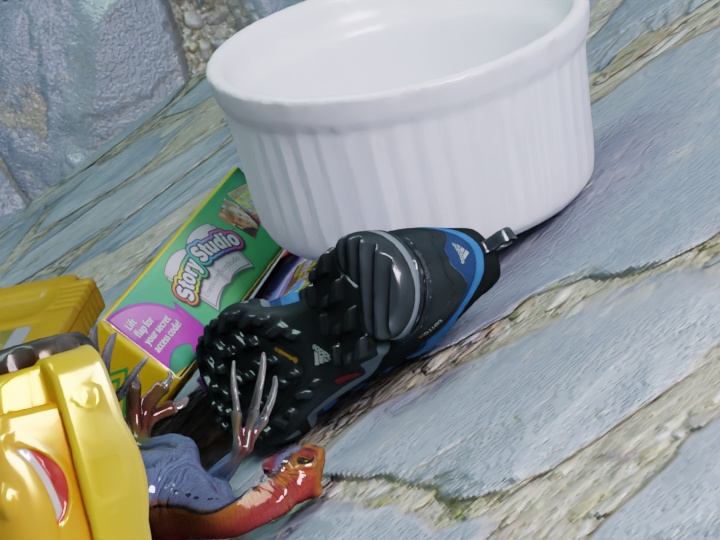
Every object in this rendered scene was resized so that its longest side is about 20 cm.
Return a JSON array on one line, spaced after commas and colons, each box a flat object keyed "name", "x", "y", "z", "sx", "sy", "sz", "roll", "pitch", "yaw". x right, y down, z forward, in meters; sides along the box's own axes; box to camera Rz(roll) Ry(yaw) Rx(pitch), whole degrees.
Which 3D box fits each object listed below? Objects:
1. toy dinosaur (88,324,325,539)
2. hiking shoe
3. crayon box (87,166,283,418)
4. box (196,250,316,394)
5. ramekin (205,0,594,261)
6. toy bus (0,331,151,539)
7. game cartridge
[{"name": "toy dinosaur", "x": -0.080, "y": 0.106, "z": 1.190, "sx": 0.104, "sy": 0.201, "sz": 0.181, "roll": -10, "pitch": 28, "yaw": -25}, {"name": "hiking shoe", "x": -0.007, "y": 0.034, "z": 1.234, "sx": 0.086, "sy": 0.075, "sz": 0.200, "roll": -12, "pitch": -11, "yaw": -36}, {"name": "crayon box", "x": -0.125, "y": 0.054, "z": 1.403, "sx": 0.173, "sy": 0.058, "sz": 0.200, "roll": -50, "pitch": 3, "yaw": 32}, {"name": "box", "x": 0.000, "y": 0.000, "z": 1.383, "sx": 0.136, "sy": 0.039, "sz": 0.200, "roll": -31, "pitch": 13, "yaw": 26}, {"name": "ramekin", "x": 0.027, "y": -0.080, "z": 1.306, "sx": 0.199, "sy": 0.098, "sz": 0.201, "roll": -11, "pitch": 21, "yaw": 4}, {"name": "toy bus", "x": -0.204, "y": 0.114, "z": 1.112, "sx": 0.191, "sy": 0.137, "sz": 0.200, "roll": -10, "pitch": -6, "yaw": -29}, {"name": "game cartridge", "x": -0.261, "y": 0.075, "z": 1.526, "sx": 0.175, "sy": 0.033, "sz": 0.200, "roll": -11, "pitch": 30, "yaw": 23}]
